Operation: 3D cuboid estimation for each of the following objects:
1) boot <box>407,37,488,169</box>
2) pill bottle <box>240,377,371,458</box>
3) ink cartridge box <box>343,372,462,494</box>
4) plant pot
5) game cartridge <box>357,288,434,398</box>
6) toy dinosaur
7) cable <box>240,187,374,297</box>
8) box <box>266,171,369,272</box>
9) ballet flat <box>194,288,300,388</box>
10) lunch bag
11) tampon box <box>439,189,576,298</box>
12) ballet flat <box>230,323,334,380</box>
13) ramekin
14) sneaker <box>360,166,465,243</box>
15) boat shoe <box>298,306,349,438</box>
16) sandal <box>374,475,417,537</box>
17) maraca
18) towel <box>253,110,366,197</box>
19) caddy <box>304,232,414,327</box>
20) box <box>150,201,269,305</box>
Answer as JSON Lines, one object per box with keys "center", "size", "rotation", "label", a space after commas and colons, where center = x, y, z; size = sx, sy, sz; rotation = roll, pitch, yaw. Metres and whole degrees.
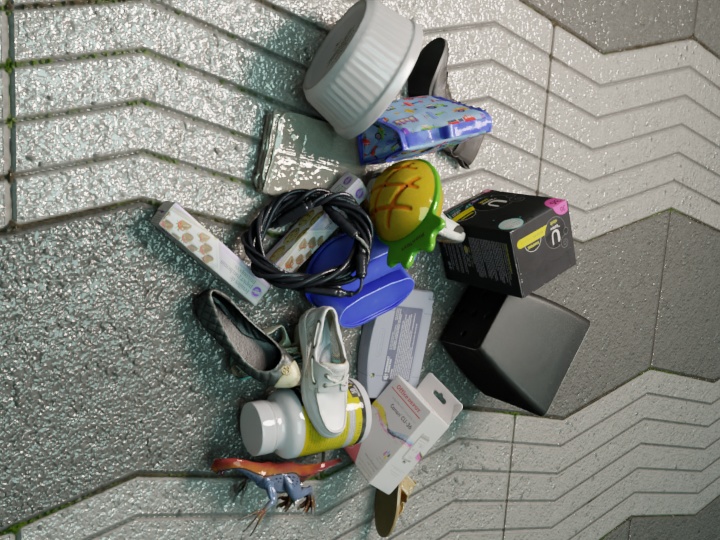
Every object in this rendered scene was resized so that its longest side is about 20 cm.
{"center": [0.162, -0.291, 1.267], "size": [0.172, 0.069, 0.203], "rotation": [5, 107, -37], "label": "boot"}
{"center": [-0.089, 0.241, 1.161], "size": [0.198, 0.111, 0.113], "rotation": [-3, 102, -36], "label": "pill bottle"}
{"center": [0.070, 0.268, 1.246], "size": [0.200, 0.116, 0.067], "rotation": [-48, 131, 0], "label": "ink cartridge box"}
{"center": [0.274, 0.126, 1.363], "size": [0.176, 0.199, 0.201], "rotation": [35, 79, -22], "label": "plant pot"}
{"center": [0.060, 0.129, 1.294], "size": [0.132, 0.041, 0.203], "rotation": [8, 94, -40], "label": "game cartridge"}
{"center": [-0.150, 0.325, 1.150], "size": [0.201, 0.104, 0.183], "rotation": [-54, 130, -31], "label": "toy dinosaur"}
{"center": [-0.079, -0.048, 1.070], "size": [0.197, 0.051, 0.166], "rotation": [9, 78, -1], "label": "cable"}
{"center": [-0.071, -0.069, 1.129], "size": [0.200, 0.041, 0.039], "rotation": [-46, 131, -4], "label": "box"}
{"center": [-0.168, 0.106, 1.069], "size": [0.200, 0.057, 0.067], "rotation": [42, 59, -10], "label": "ballet flat"}
{"center": [0.095, -0.215, 1.088], "size": [0.148, 0.200, 0.096], "rotation": [-14, 104, -18], "label": "lunch bag"}
{"center": [0.259, -0.054, 1.297], "size": [0.149, 0.199, 0.128], "rotation": [-28, 115, -28], "label": "tampon box"}
{"center": [-0.117, 0.124, 1.152], "size": [0.197, 0.068, 0.077], "rotation": [-5, 87, -33], "label": "ballet flat"}
{"center": [-0.004, -0.306, 1.066], "size": [0.094, 0.202, 0.204], "rotation": [32, 81, -23], "label": "ramekin"}
{"center": [0.101, -0.112, 1.226], "size": [0.198, 0.075, 0.089], "rotation": [23, 79, -18], "label": "sneaker"}
{"center": [-0.050, 0.155, 1.104], "size": [0.070, 0.069, 0.203], "rotation": [-4, 80, -38], "label": "boat shoe"}
{"center": [0.077, 0.387, 1.332], "size": [0.069, 0.077, 0.216], "rotation": [2, 93, -30], "label": "sandal"}
{"center": [0.073, -0.090, 1.103], "size": [0.106, 0.202, 0.137], "rotation": [28, 126, -33], "label": "maraca"}
{"center": [-0.072, -0.170, 1.139], "size": [0.198, 0.034, 0.135], "rotation": [10, 95, -38], "label": "towel"}
{"center": [0.000, 0.000, 1.184], "size": [0.198, 0.105, 0.143], "rotation": [-24, 134, -29], "label": "caddy"}
{"center": [-0.217, -0.023, 1.050], "size": [0.200, 0.041, 0.039], "rotation": [45, 74, -32], "label": "box"}
